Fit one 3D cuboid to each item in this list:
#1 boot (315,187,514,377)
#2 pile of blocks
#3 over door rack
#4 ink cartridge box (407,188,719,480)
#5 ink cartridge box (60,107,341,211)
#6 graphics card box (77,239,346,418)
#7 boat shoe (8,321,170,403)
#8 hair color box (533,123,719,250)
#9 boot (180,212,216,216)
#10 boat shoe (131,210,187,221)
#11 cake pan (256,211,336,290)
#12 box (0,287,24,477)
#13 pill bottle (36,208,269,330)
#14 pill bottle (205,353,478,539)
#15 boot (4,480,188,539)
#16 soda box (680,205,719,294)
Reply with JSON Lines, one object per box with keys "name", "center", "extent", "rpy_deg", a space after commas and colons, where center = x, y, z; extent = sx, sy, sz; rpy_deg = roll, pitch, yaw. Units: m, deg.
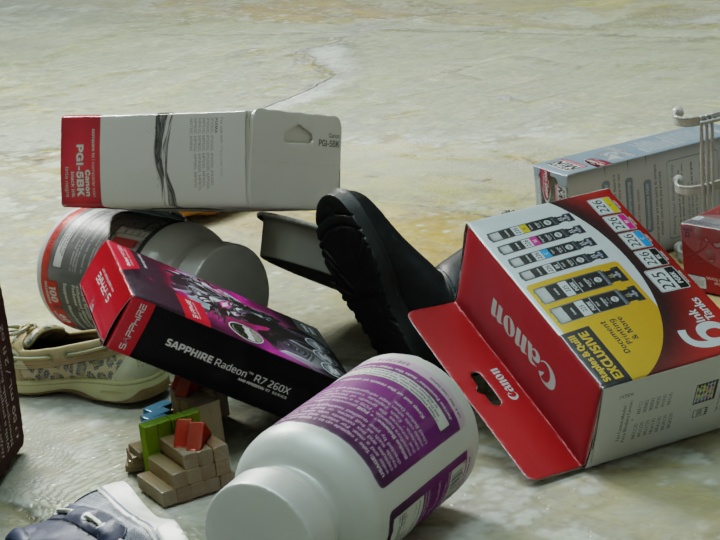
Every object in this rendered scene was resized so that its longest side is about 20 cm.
{"name": "boot", "center": [0.071, 0.000, 1.596], "extent": [0.162, 0.198, 0.073], "rpy_deg": [-29, 2, -29]}
{"name": "pile of blocks", "center": [-0.141, 0.110, 1.526], "extent": [0.082, 0.062, 0.200], "rpy_deg": [-7, 17, -3]}
{"name": "over door rack", "center": [0.381, -0.094, 1.849], "extent": [0.200, 0.148, 0.067], "rpy_deg": [-10, 23, -9]}
{"name": "ink cartridge box", "center": [0.156, 0.044, 1.479], "extent": [0.175, 0.084, 0.200], "rpy_deg": [-14, 43, -24]}
{"name": "ink cartridge box", "center": [-0.136, -0.092, 1.722], "extent": [0.200, 0.083, 0.147], "rpy_deg": [1, 1, 33]}
{"name": "graphics card box", "center": [-0.111, 0.052, 1.543], "extent": [0.200, 0.051, 0.125], "rpy_deg": [25, 11, -23]}
{"name": "boat shoe", "center": [-0.246, 0.067, 1.693], "extent": [0.200, 0.063, 0.073], "rpy_deg": [3, 21, 29]}
{"name": "hair color box", "center": [0.264, -0.069, 1.882], "extent": [0.200, 0.099, 0.061], "rpy_deg": [-15, 20, -25]}
{"name": "boot", "center": [-0.216, -0.104, 2.202], "extent": [0.144, 0.071, 0.201], "rpy_deg": [-15, 25, -35]}
{"name": "boat shoe", "center": [-0.209, -0.051, 1.963], "extent": [0.074, 0.066, 0.199], "rpy_deg": [-9, -4, 20]}
{"name": "cake pan", "center": [0.000, 0.000, 1.713], "extent": [0.200, 0.037, 0.200], "rpy_deg": [20, -4, 2]}
{"name": "box", "center": [-0.360, 0.096, 1.472], "extent": [0.164, 0.166, 0.200], "rpy_deg": [-3, 18, 7]}
{"name": "pill bottle", "center": [-0.182, 0.009, 1.765], "extent": [0.200, 0.116, 0.116], "rpy_deg": [11, 24, 43]}
{"name": "pill bottle", "center": [-0.013, 0.137, 1.314], "extent": [0.112, 0.112, 0.200], "rpy_deg": [5, 20, 31]}
{"name": "boot", "center": [-0.161, 0.196, 1.277], "extent": [0.090, 0.073, 0.200], "rpy_deg": [-22, 15, -19]}
{"name": "soda box", "center": [0.373, -0.007, 1.712], "extent": [0.070, 0.063, 0.200], "rpy_deg": [-22, 24, -38]}
